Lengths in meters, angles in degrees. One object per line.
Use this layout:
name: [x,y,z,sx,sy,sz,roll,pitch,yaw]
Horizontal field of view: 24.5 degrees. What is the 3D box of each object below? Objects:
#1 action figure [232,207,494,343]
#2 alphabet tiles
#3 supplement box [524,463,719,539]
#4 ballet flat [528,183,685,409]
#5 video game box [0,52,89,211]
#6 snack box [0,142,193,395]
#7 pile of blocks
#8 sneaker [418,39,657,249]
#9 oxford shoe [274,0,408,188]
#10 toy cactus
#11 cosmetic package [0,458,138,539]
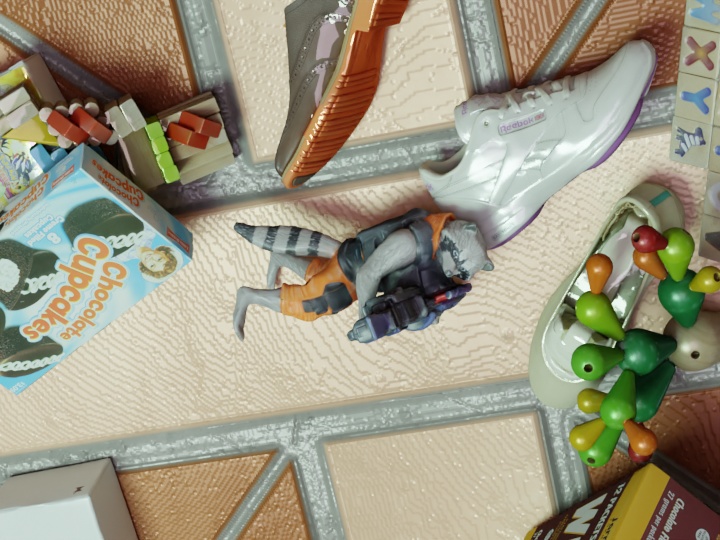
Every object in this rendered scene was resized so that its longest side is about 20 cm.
action figure: [0.000,0.000,1.204,0.191,0.200,0.106,-11,92,14]
alphabet tiles: [0.292,-0.092,1.165,0.166,0.008,0.202,20,117,38]
supplement box: [0.217,0.280,1.239,0.197,0.133,0.200,37,149,-5]
ballet flat: [0.176,0.025,1.243,0.069,0.070,0.202,24,111,-1]
video game box: [-0.284,-0.043,1.305,0.181,0.047,0.202,-22,105,18]
snack box: [-0.235,0.003,1.250,0.199,0.037,0.116,-36,123,23]
pile of blocks: [-0.188,-0.094,1.230,0.197,0.062,0.083,2,100,-10]
sneaker: [0.127,-0.104,1.199,0.100,0.075,0.200,44,111,-9]
oxford shoe: [-0.026,-0.158,1.218,0.072,0.071,0.202,31,109,18]
toy cactus: [0.224,0.056,1.202,0.102,0.164,0.202,30,119,47]
cosmetic package: [-0.235,0.270,1.398,0.100,0.071,0.202,-11,108,12]
